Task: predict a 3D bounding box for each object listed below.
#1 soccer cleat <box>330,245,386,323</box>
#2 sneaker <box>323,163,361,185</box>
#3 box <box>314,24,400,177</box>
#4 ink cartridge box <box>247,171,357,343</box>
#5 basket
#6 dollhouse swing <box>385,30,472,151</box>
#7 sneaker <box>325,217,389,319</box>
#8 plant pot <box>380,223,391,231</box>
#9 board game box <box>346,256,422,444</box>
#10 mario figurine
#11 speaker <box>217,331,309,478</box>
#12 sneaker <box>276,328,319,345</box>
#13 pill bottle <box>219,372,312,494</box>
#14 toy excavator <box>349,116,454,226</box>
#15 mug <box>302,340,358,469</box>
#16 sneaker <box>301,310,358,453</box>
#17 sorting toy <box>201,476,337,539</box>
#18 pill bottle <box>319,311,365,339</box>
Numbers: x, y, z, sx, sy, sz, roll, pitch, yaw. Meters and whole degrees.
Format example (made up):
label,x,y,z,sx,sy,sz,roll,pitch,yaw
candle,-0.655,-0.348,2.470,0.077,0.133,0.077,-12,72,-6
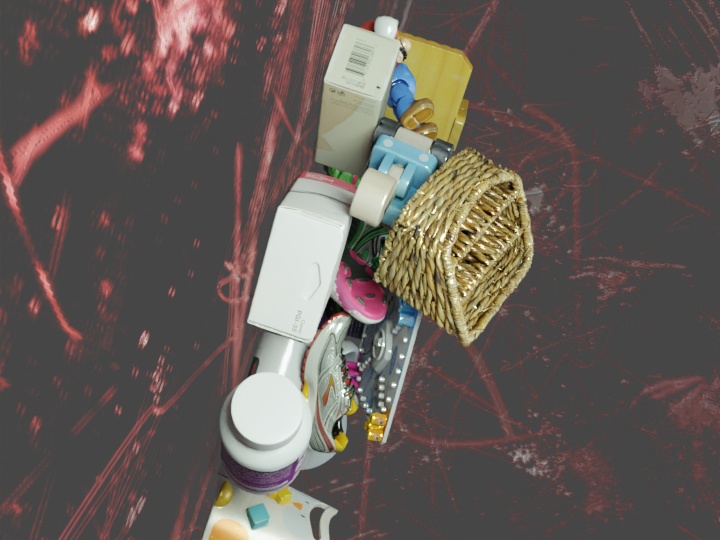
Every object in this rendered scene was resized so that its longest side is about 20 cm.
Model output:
label,x,y,z,sx,sy,sz,roll,pitch,yaw
soccer cleat,-0.032,0.008,1.389,0.201,0.069,0.087,56,-47,29
sneaker,-0.029,-0.156,1.576,0.077,0.083,0.200,-52,159,-10
box,-0.007,-0.215,1.336,0.201,0.077,0.096,105,2,-65
ink cartridge box,-0.064,-0.023,1.227,0.200,0.081,0.149,-73,179,-73
basket,0.135,-0.041,1.245,0.200,0.148,0.144,-43,161,-41
dollhouse swing,0.095,-0.328,1.755,0.182,0.197,0.178,-71,177,-63
sneaker,0.000,0.000,1.522,0.078,0.084,0.202,108,0,-54
plant pot,0.000,-0.085,1.758,0.201,0.196,0.177,106,-16,-57
board game box,0.024,0.101,1.395,0.200,0.025,0.203,-126,-132,-68
mario figurine,0.060,-0.278,1.439,0.124,0.105,0.202,-56,-130,43
speaker,-0.126,0.188,1.394,0.081,0.080,0.203,101,6,-82
sneaker,-0.111,0.121,1.705,0.082,0.074,0.200,-65,172,4
pill bottle,-0.114,0.192,1.227,0.201,0.111,0.114,106,1,-66
toy excavator,0.037,-0.096,1.244,0.195,0.099,0.202,103,11,-57
mug,-0.077,0.184,1.568,0.199,0.147,0.176,-40,156,-21
sneaker,-0.034,0.151,1.387,0.078,0.081,0.203,-38,140,-68
sorting toy,-0.125,0.361,1.534,0.200,0.177,0.108,-72,179,-70
pill bottle,-0.017,0.047,1.635,0.111,0.197,0.113,15,90,-88
